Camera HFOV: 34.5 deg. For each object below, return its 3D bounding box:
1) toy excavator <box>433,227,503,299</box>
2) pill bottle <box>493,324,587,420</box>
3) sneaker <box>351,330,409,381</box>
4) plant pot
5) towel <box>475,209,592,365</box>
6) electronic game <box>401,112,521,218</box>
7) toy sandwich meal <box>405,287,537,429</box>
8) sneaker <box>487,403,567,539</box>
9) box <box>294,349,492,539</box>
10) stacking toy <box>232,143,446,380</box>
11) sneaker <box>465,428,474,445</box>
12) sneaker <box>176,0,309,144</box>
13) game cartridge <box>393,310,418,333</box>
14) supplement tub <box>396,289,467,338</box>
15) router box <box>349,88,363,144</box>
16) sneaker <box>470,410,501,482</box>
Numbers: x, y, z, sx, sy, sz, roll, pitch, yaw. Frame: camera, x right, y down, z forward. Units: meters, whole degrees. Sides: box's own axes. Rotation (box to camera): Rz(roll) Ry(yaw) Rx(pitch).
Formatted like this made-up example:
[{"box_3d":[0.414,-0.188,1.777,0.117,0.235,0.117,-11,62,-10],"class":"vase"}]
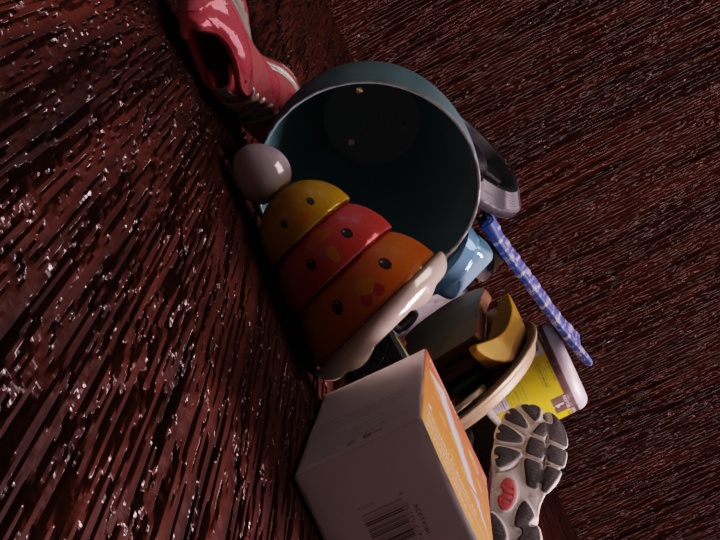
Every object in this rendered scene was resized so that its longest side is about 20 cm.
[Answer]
[{"box_3d":[0.103,-0.020,1.291,0.199,0.100,0.195,39,14,-29],"class":"toy excavator"},{"box_3d":[0.166,0.154,1.406,0.110,0.197,0.109,62,8,-15],"class":"pill bottle"},{"box_3d":[0.042,0.132,1.101,0.083,0.071,0.202,56,12,-56],"class":"sneaker"},{"box_3d":[0.008,-0.109,1.061,0.136,0.197,0.202,-87,152,-56],"class":"plant pot"},{"box_3d":[0.201,0.014,1.344,0.201,0.024,0.145,53,8,-4],"class":"towel"},{"box_3d":[0.114,-0.138,1.370,0.199,0.042,0.201,36,23,-18],"class":"electronic game"},{"box_3d":[0.096,0.095,1.182,0.071,0.204,0.205,50,10,-9],"class":"toy sandwich meal"},{"box_3d":[0.154,0.231,1.198,0.084,0.080,0.202,113,0,-60],"class":"sneaker"},{"box_3d":[0.030,0.153,0.854,0.126,0.096,0.200,64,7,-7],"class":"box"},{"box_3d":[-0.038,-0.023,0.967,0.200,0.146,0.146,46,7,2],"class":"stacking toy"},{"box_3d":[0.084,0.225,1.175,0.200,0.074,0.081,-72,150,-69],"class":"sneaker"},{"box_3d":[-0.113,-0.171,1.054,0.201,0.073,0.088,57,27,-37],"class":"sneaker"},{"box_3d":[0.000,0.000,1.198,0.134,0.041,0.200,52,0,11],"class":"game cartridge"},{"box_3d":[0.046,-0.029,1.434,0.123,0.121,0.203,49,19,-65],"class":"supplement tub"},{"box_3d":[0.040,-0.134,1.350,0.199,0.051,0.151,20,41,-50],"class":"router box"},{"box_3d":[0.141,0.194,1.294,0.202,0.072,0.085,65,9,17],"class":"sneaker"}]
